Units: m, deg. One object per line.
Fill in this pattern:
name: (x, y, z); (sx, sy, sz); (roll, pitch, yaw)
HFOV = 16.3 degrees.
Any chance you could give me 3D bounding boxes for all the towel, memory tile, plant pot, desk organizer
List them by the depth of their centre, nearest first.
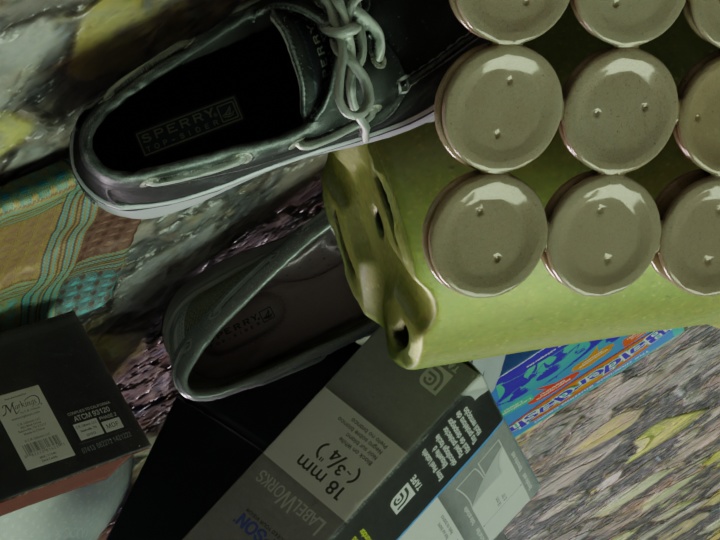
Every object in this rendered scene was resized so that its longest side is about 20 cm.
memory tile: (0.099, -0.086, 0.963); (0.153, 0.200, 0.017); (-2, -164, -22)
towel: (-0.175, 0.014, 1.028); (0.200, 0.022, 0.147); (-24, 163, -27)
desk organizer: (-0.195, 0.088, 1.049); (0.200, 0.072, 0.077); (-18, 161, -44)
plant pot: (0.085, -0.044, 1.086); (0.184, 0.201, 0.200); (-16, 160, -13)

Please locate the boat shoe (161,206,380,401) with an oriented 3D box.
boat shoe: (-0.001, -0.001, 1.187); (0.202, 0.074, 0.065); (-27, -159, 3)

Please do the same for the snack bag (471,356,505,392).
snack bag: (0.047, 0.061, 1.355); (0.200, 0.021, 0.189); (-49, 159, -44)

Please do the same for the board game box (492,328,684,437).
board game box: (0.136, 0.043, 1.645); (0.152, 0.045, 0.200); (-33, 165, 1)

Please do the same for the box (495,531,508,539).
box: (0.001, 0.200, 1.715); (0.097, 0.124, 0.200); (-21, 160, -33)

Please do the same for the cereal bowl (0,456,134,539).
cereal bowl: (-0.192, 0.127, 1.220); (0.200, 0.083, 0.200); (-31, 164, -10)

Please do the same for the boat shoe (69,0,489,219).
boat shoe: (-0.017, -0.081, 0.951); (0.199, 0.074, 0.068); (-20, 176, -9)

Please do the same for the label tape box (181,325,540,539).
label tape box: (-0.012, 0.134, 1.203); (0.200, 0.063, 0.144); (-47, 151, -10)

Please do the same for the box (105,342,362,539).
box: (-0.054, 0.121, 1.324); (0.141, 0.079, 0.200); (-60, 167, 18)
